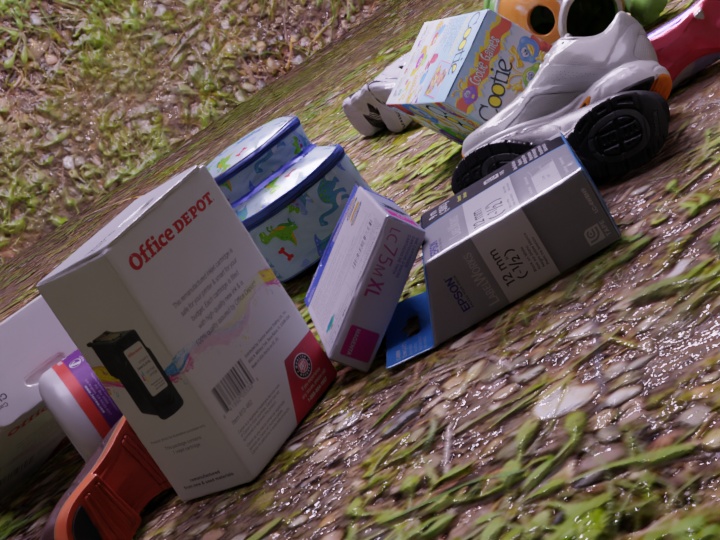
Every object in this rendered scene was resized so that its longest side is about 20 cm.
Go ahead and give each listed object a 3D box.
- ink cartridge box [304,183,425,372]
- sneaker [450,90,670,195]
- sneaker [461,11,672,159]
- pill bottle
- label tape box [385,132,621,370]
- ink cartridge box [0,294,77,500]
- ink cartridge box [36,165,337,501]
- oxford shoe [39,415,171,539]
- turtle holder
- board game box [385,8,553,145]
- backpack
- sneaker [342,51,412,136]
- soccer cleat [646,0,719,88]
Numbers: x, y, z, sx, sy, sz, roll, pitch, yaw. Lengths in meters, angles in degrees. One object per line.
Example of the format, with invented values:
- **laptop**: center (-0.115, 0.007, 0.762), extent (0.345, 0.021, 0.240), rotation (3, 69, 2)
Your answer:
- **ink cartridge box**: center (0.000, 0.000, 1.234), extent (0.200, 0.042, 0.120), rotation (-129, 61, -75)
- **sneaker**: center (0.171, -0.095, 1.263), extent (0.199, 0.076, 0.091), rotation (-18, 9, 26)
- **sneaker**: center (0.176, -0.156, 1.342), extent (0.199, 0.092, 0.076), rotation (-25, -27, 23)
- **pill bottle**: center (-0.165, 0.082, 1.282), extent (0.200, 0.113, 0.112), rotation (-36, 14, -14)
- **label tape box**: center (0.091, -0.018, 1.156), extent (0.199, 0.066, 0.143), rotation (-29, 14, 9)
- **ink cartridge box**: center (-0.313, 0.119, 1.394), extent (0.147, 0.086, 0.200), rotation (-39, -13, -32)
- **ink cartridge box**: center (-0.125, 0.045, 1.131), extent (0.083, 0.201, 0.146), rotation (-22, 17, 37)
- **oxford shoe**: center (-0.186, 0.157, 1.166), extent (0.072, 0.071, 0.200), rotation (-28, 14, 39)
- **turtle holder**: center (0.230, -0.273, 1.639), extent (0.132, 0.185, 0.142), rotation (29, 97, 60)
- **board game box**: center (0.118, -0.194, 1.560), extent (0.105, 0.103, 0.200), rotation (-64, 16, -2)
- **backpack**: center (-0.089, -0.068, 1.568), extent (0.183, 0.147, 0.200), rotation (-39, 17, -16)
- **sneaker**: center (0.055, -0.240, 1.991), extent (0.115, 0.075, 0.200), rotation (-40, 11, -17)
- **soccer cleat**: center (0.307, -0.210, 1.349), extent (0.199, 0.067, 0.076), rotation (-30, 9, 22)
